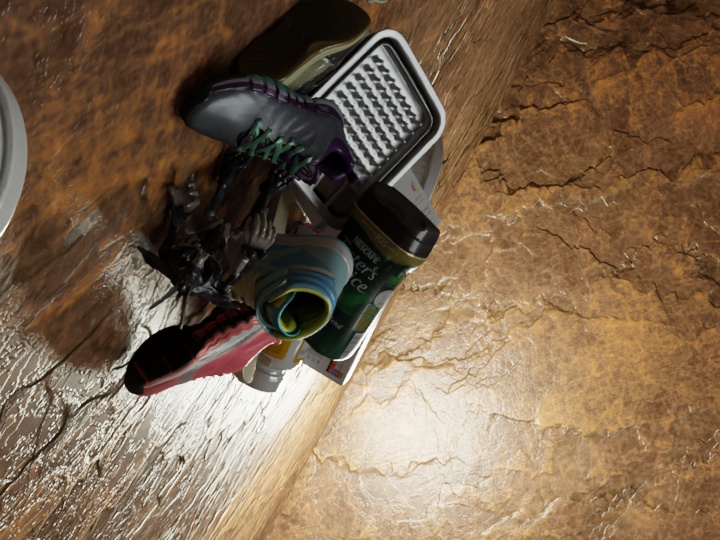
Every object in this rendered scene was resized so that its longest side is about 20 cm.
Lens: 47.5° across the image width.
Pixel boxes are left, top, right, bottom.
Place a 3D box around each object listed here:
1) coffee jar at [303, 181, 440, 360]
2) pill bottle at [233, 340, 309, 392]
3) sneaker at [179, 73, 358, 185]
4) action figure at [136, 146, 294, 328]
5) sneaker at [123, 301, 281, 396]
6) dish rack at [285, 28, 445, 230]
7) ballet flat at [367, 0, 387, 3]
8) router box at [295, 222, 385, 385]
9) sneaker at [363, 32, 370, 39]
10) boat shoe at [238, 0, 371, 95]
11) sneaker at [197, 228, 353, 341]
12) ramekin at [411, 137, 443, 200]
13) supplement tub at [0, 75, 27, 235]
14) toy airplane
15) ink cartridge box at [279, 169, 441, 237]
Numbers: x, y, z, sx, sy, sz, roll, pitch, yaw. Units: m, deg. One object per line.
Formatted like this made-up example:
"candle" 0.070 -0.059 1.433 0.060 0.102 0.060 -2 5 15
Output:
"coffee jar" 0.000 0.000 0.960 0.201 0.104 0.085 -53 157 14
"pill bottle" -0.122 0.081 1.259 0.202 0.112 0.113 -64 170 13
"sneaker" -0.076 -0.128 0.786 0.198 0.088 0.074 -3 150 -47
"action figure" -0.143 -0.044 0.817 0.102 0.118 0.202 -57 -172 54
"sneaker" -0.170 0.099 0.938 0.198 0.074 0.088 -29 132 -13
"dish rack" -0.004 -0.165 0.953 0.200 0.043 0.172 -45 132 -5
"ballet flat" 0.029 -0.353 0.996 0.072 0.071 0.200 -65 170 22
"router box" -0.057 0.053 1.324 0.202 0.178 0.049 -63 170 12
"sneaker" 0.017 -0.269 1.083 0.082 0.087 0.200 -63 170 12
"boat shoe" -0.062 -0.228 0.867 0.200 0.073 0.065 -42 165 -39
"sneaker" -0.112 0.018 0.870 0.131 0.197 0.081 -77 160 -56
"ramekin" 0.051 -0.153 1.386 0.200 0.104 0.203 -159 -90 -77
"supplement tub" -0.216 -0.064 0.271 0.142 0.139 0.200 -60 170 -6
"toy airplane" -0.127 0.016 1.066 0.200 0.140 0.202 -40 121 -42
"ink cartridge box" 0.000 -0.101 1.086 0.087 0.201 0.145 -21 -164 44
